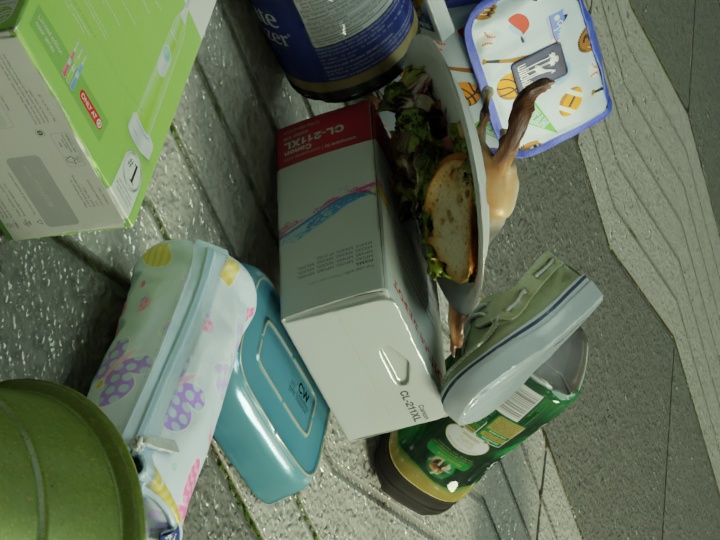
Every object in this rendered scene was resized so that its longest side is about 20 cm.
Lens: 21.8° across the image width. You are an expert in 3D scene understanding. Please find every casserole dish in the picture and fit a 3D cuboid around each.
[{"bbox_3d":[-0.067,0.077,1.309,0.200,0.039,0.122,63,30,-45],"label":"casserole dish"}]

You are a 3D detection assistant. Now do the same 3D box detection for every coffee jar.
[{"bbox_3d":[0.093,0.110,1.504,0.085,0.200,0.105,34,40,-12],"label":"coffee jar"}]

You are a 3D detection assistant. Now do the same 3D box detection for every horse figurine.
[{"bbox_3d":[0.090,-0.052,1.411,0.133,0.050,0.201,-84,-168,-55],"label":"horse figurine"}]

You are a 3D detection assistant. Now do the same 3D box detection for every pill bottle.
[{"bbox_3d":[-0.036,-0.228,1.354,0.201,0.111,0.112,63,31,-42],"label":"pill bottle"}]

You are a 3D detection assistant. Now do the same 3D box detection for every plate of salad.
[{"bbox_3d":[0.048,-0.066,1.323,0.200,0.048,0.202,169,-90,-80],"label":"plate of salad"}]

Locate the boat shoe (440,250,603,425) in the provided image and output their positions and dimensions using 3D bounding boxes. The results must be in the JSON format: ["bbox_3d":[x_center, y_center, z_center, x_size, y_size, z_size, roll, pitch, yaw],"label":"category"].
[{"bbox_3d":[0.107,0.048,1.376,0.200,0.062,0.072,-35,162,-50],"label":"boat shoe"}]

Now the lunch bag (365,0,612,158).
[{"bbox_3d":[0.098,-0.184,1.561,0.124,0.199,0.171,-74,150,-43],"label":"lunch bag"}]

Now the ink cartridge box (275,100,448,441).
[{"bbox_3d":[0.000,0.000,1.373,0.201,0.082,0.146,-93,163,-45],"label":"ink cartridge box"}]

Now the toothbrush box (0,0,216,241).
[{"bbox_3d":[-0.165,-0.140,1.049,0.146,0.086,0.201,63,31,-42],"label":"toothbrush box"}]

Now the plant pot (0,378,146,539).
[{"bbox_3d":[-0.223,0.110,0.756,0.190,0.199,0.201,32,55,-47],"label":"plant pot"}]

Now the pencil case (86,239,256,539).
[{"bbox_3d":[-0.122,0.074,1.110,0.091,0.083,0.201,94,9,-45],"label":"pencil case"}]

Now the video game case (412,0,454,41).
[{"bbox_3d":[-0.007,-0.273,1.419,0.018,0.143,0.201,-41,131,-21],"label":"video game case"}]
